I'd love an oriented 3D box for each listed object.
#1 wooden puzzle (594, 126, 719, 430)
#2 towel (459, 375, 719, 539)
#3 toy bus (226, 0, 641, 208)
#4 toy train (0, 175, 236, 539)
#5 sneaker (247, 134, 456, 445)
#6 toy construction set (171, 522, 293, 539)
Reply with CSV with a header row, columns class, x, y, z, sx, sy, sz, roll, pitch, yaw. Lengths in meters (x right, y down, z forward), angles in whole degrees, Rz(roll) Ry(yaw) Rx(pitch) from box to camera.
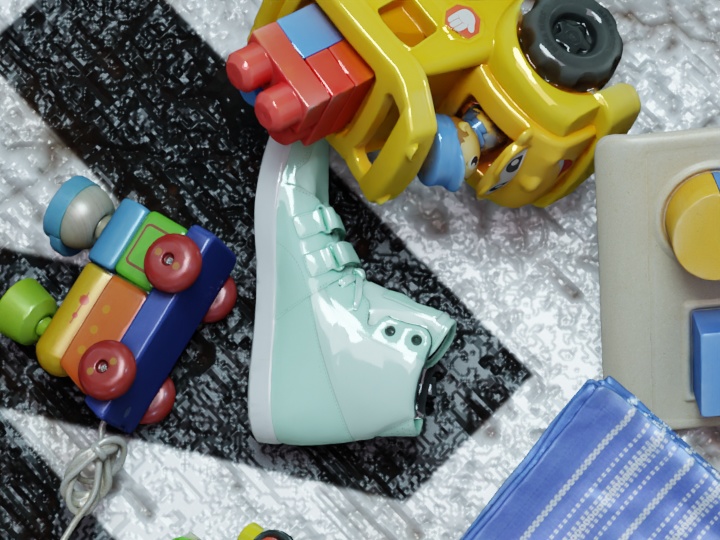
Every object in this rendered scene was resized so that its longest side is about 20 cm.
class,x,y,z,sx,sy,sz,roll,pitch,yaw
wooden puzzle,0.231,0.009,0.971,0.198,0.046,0.187,-3,118,6
towel,0.163,0.174,0.994,0.200,0.024,0.145,41,96,10
toy bus,0.026,-0.106,0.981,0.191,0.136,0.200,-33,78,-32
toy train,-0.168,0.049,1.033,0.115,0.085,0.201,29,83,20
sneaker,0.000,0.000,1.026,0.117,0.074,0.203,1,89,12
toy construction set,-0.051,0.219,0.980,0.199,0.092,0.132,35,84,10
